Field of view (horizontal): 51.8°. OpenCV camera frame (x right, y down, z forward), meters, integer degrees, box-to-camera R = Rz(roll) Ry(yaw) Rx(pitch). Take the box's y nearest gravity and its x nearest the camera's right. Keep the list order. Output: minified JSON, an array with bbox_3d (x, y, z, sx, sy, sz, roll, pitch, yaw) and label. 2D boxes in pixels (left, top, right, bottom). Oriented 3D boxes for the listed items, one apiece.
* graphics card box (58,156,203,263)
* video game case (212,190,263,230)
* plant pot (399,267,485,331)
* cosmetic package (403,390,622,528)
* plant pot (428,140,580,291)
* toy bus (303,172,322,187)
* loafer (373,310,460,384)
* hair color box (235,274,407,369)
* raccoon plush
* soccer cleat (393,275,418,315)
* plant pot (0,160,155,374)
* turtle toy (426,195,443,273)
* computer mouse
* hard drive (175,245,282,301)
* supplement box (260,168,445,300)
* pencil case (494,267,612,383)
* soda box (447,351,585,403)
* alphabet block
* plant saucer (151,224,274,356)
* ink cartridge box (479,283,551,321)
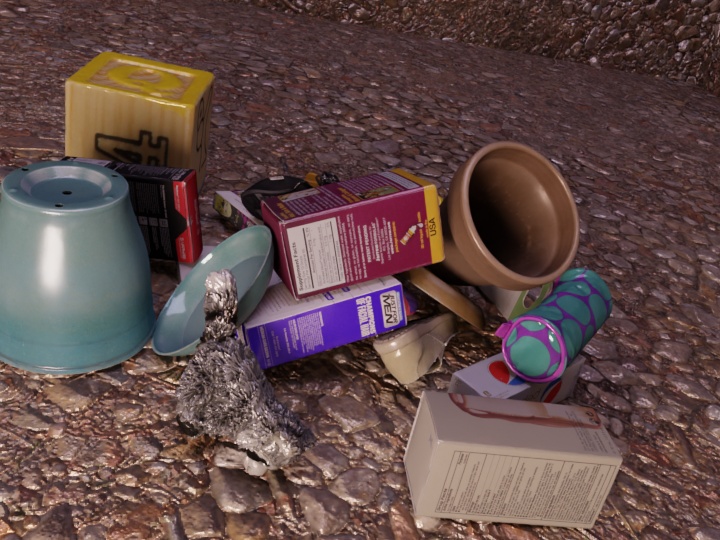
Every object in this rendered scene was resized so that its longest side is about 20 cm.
[{"bbox_3d":[-0.321,-0.084,1.030,0.198,0.126,0.051,6,30,9],"label":"graphics card box"},{"bbox_3d":[-0.115,-0.088,1.224,0.199,0.036,0.181,-6,29,-37],"label":"video game case"},{"bbox_3d":[0.099,0.019,1.048,0.199,0.028,0.200,35,3,-2],"label":"plant pot"},{"bbox_3d":[0.155,0.199,0.782,0.198,0.104,0.087,9,27,-12],"label":"cosmetic package"},{"bbox_3d":[0.176,-0.057,1.042,0.199,0.174,0.202,8,71,-26],"label":"plant pot"},{"bbox_3d":[-0.007,-0.092,1.138,0.199,0.066,0.078,22,6,15],"label":"toy bus"},{"bbox_3d":[0.077,0.100,0.963,0.075,0.069,0.200,-16,-1,29],"label":"loafer"},{"bbox_3d":[-0.054,0.051,0.925,0.198,0.065,0.109,-17,23,-15],"label":"hair color box"},{"bbox_3d":[-0.108,0.108,0.751,0.133,0.202,0.097,7,15,19],"label":"raccoon plush"},{"bbox_3d":[0.000,0.000,1.070,0.199,0.077,0.067,27,25,0],"label":"soccer cleat"},{"bbox_3d":[-0.336,-0.016,0.859,0.198,0.189,0.201,9,30,-5],"label":"plant pot"},{"bbox_3d":[0.100,-0.055,1.196,0.199,0.101,0.146,30,-12,29],"label":"turtle toy"},{"bbox_3d":[-0.073,-0.094,1.091,0.199,0.140,0.046,-5,50,40],"label":"computer mouse"},{"bbox_3d":[-0.160,0.008,1.067,0.198,0.026,0.132,2,31,-19],"label":"hard drive"},{"bbox_3d":[-0.012,-0.051,0.937,0.198,0.104,0.131,-14,21,-14],"label":"supplement box"},{"bbox_3d":[0.252,0.065,0.947,0.092,0.085,0.200,41,35,15],"label":"pencil case"},{"bbox_3d":[0.196,0.144,0.936,0.199,0.064,0.068,-14,38,-41],"label":"soda box"},{"bbox_3d":[-0.355,-0.220,1.208,0.195,0.201,0.196,9,28,-7],"label":"alphabet block"},{"bbox_3d":[-0.171,0.031,0.904,0.036,0.199,0.200,46,15,-28],"label":"plant saucer"},{"bbox_3d":[0.245,-0.008,1.139,0.048,0.146,0.200,8,28,-29],"label":"ink cartridge box"}]
